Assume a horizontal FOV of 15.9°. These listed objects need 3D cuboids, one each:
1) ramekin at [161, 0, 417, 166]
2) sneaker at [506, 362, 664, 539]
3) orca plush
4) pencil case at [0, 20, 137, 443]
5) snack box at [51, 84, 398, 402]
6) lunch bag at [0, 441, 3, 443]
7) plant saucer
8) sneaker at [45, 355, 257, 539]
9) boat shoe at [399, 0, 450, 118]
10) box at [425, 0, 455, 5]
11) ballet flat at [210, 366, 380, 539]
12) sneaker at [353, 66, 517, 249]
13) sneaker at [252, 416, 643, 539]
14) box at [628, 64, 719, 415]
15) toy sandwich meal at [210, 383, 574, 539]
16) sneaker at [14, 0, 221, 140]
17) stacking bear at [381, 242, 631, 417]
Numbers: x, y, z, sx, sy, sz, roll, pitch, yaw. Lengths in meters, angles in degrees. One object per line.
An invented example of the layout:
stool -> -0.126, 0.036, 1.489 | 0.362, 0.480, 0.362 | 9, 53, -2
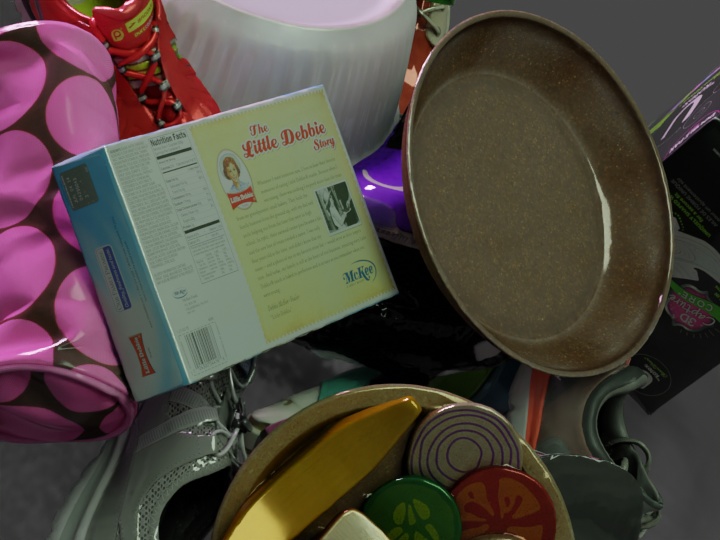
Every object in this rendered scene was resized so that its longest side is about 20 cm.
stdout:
ramekin -> -0.063, -0.139, 1.444 | 0.199, 0.105, 0.200 | 13, 36, -10
sneaker -> 0.121, 0.141, 1.395 | 0.077, 0.082, 0.201 | -13, 106, -65
orca plush -> 0.000, 0.000, 1.375 | 0.199, 0.071, 0.105 | 24, 63, 4
pencil case -> -0.158, -0.015, 1.232 | 0.093, 0.091, 0.201 | -6, 61, -3
snack box -> -0.060, -0.018, 1.249 | 0.200, 0.037, 0.117 | -22, 92, -58
lunch bag -> -0.174, 0.005, 1.321 | 0.200, 0.077, 0.161 | -22, 75, -45
plant saucer -> 0.088, -0.038, 1.371 | 0.200, 0.037, 0.201 | 15, 67, -38
sneaker -> -0.079, 0.083, 1.291 | 0.075, 0.082, 0.201 | 44, 64, -54
boat shoe -> 0.026, -0.168, 1.613 | 0.071, 0.063, 0.201 | 23, 50, -26
box -> -0.024, -0.271, 1.567 | 0.199, 0.097, 0.177 | 10, 46, -6
ballet flat -> -0.038, 0.109, 1.367 | 0.070, 0.067, 0.200 | 25, 44, -3
sneaker -> 0.045, -0.078, 1.419 | 0.069, 0.100, 0.200 | 21, 22, 17
sneaker -> 0.039, 0.120, 1.323 | 0.199, 0.086, 0.081 | 13, 86, -9
box -> 0.219, -0.036, 1.569 | 0.124, 0.200, 0.149 | 44, 43, -5
toy sandwich meal -> 0.014, 0.152, 1.237 | 0.204, 0.070, 0.206 | 0, 88, -10
sneaker -> -0.120, -0.105, 1.312 | 0.077, 0.085, 0.200 | -30, 78, -21
stacking bear -> 0.050, 0.016, 1.475 | 0.199, 0.122, 0.114 | 23, 39, -11
